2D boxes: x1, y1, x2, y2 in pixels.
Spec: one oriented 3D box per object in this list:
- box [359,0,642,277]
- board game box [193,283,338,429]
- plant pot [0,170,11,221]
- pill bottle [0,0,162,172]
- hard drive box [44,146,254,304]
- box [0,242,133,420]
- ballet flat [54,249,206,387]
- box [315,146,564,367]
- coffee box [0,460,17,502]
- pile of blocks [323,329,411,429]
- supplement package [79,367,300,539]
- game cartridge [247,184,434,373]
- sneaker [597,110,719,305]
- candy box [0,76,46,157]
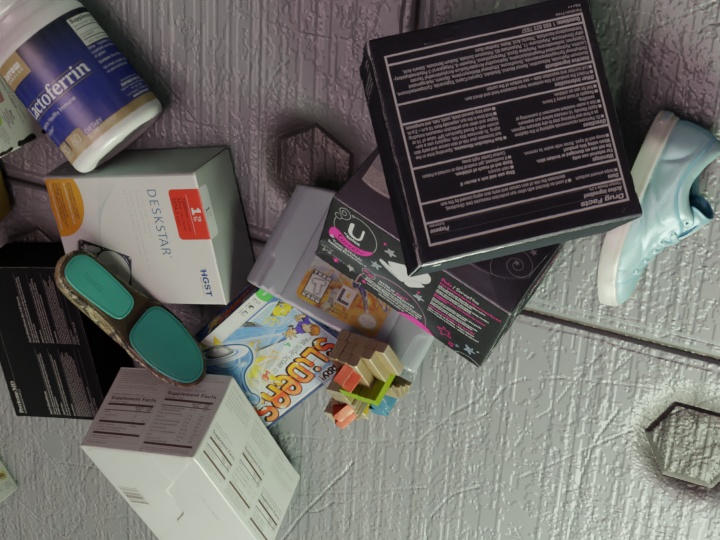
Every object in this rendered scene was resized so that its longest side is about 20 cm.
[{"bbox_3d":[0.117,-0.113,1.272,0.200,0.123,0.199,-12,84,-4],"label":"box"},{"bbox_3d":[-0.107,0.094,1.601,0.135,0.034,0.200,36,127,-17],"label":"board game box"},{"bbox_3d":[-0.525,-0.085,1.663,0.200,0.200,0.177,-19,115,33],"label":"plant pot"},{"bbox_3d":[-0.312,-0.213,1.529,0.116,0.116,0.200,-36,94,35],"label":"pill bottle"},{"bbox_3d":[-0.229,-0.049,1.592,0.200,0.077,0.156,-1,114,27],"label":"hard drive box"},{"bbox_3d":[-0.358,0.072,1.716,0.141,0.079,0.200,0,114,24],"label":"box"},{"bbox_3d":[-0.252,0.055,1.582,0.200,0.068,0.075,41,158,-7],"label":"ballet flat"},{"bbox_3d":[0.080,-0.030,1.395,0.200,0.132,0.115,35,149,7],"label":"box"},{"bbox_3d":[-0.556,0.234,1.894,0.114,0.080,0.200,-24,102,33],"label":"coffee box"},{"bbox_3d":[0.002,0.133,1.510,0.082,0.062,0.200,26,159,11],"label":"pile of blocks"},{"bbox_3d":[-0.188,0.214,1.632,0.155,0.111,0.200,2,140,29],"label":"supplement package"},{"bbox_3d":[0.000,0.000,1.486,0.200,0.042,0.133,28,98,4],"label":"game cartridge"},{"bbox_3d":[0.278,-0.043,1.339,0.082,0.074,0.200,25,124,18],"label":"sneaker"},{"bbox_3d":[-0.431,-0.174,1.557,0.061,0.200,0.137,-21,102,33],"label":"candy box"}]
